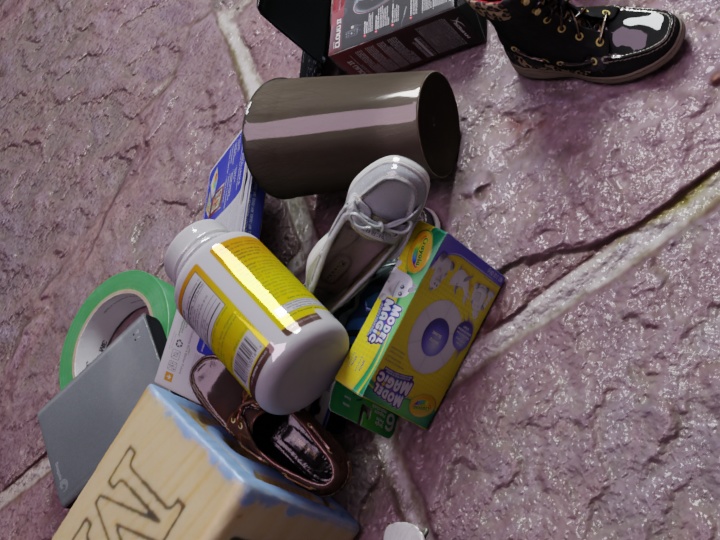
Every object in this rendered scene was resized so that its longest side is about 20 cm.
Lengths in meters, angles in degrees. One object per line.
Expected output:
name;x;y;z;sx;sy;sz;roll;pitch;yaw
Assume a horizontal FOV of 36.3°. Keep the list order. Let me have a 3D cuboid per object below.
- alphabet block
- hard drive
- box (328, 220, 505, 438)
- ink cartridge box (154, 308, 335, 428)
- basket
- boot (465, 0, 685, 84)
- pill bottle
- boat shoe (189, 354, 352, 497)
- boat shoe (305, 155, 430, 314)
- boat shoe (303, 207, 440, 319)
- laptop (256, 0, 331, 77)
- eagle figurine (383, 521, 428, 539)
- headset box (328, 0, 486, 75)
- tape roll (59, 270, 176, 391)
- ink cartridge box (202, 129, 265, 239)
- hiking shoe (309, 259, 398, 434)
alphabet block;-0.156;0.268;1.093;0.196;0.195;0.202;33;89;45
hard drive;-0.295;0.168;1.299;0.199;0.033;0.141;-41;53;17
box;0.054;0.067;1.071;0.048;0.117;0.202;27;87;44
ink cartridge box;-0.114;0.109;1.142;0.197;0.037;0.096;22;99;18
basket;0.000;-0.153;1.211;0.197;0.180;0.139;-1;100;28
boot;0.205;-0.253;1.085;0.198;0.150;0.074;9;73;41
pill bottle;-0.108;0.038;1.072;0.110;0.109;0.200;-50;59;7
boat shoe;-0.092;0.147;1.080;0.199;0.070;0.071;33;90;15
boat shoe;0.002;-0.029;1.057;0.202;0.074;0.065;-48;22;41
boat shoe;0.000;0.000;1.187;0.199;0.060;0.074;-40;49;17
laptop;-0.088;-0.317;1.325;0.200;0.102;0.180;129;149;-62
eagle figurine;-0.005;0.324;0.973;0.153;0.198;0.151;65;157;-1
headset box;0.048;-0.320;1.298;0.198;0.075;0.151;-14;60;33
tape roll;-0.298;0.102;1.387;0.198;0.048;0.204;-18;58;31
ink cartridge box;-0.143;-0.068;1.292;0.200;0.046;0.201;-37;42;56
hiking shoe;0.007;0.082;1.141;0.201;0.074;0.087;-54;51;18
